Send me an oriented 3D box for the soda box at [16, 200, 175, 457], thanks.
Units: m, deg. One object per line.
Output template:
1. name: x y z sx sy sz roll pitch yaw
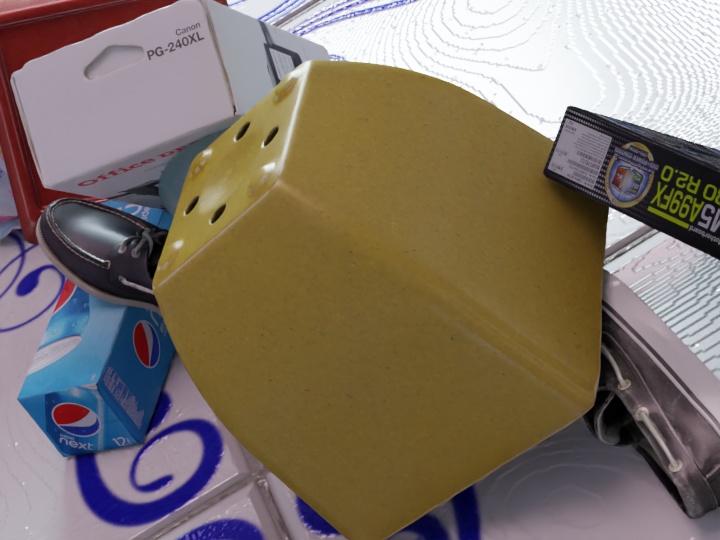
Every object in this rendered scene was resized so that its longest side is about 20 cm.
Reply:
1. soda box: -0.169 0.033 1.297 0.068 0.064 0.200 -12 39 25

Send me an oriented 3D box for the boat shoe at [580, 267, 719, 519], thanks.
1. boat shoe: 0.148 0.062 1.021 0.064 0.071 0.200 -34 37 -5

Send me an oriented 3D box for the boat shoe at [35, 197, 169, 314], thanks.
1. boat shoe: -0.129 -0.007 1.238 0.200 0.063 0.073 29 49 15

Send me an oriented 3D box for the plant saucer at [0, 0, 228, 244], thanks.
1. plant saucer: -0.185 -0.126 1.364 0.200 0.200 0.037 -9 12 13

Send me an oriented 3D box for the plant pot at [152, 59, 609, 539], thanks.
1. plant pot: 0.000 0.000 1.042 0.194 0.200 0.196 -38 28 36

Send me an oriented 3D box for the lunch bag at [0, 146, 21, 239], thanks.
1. lunch bag: -0.299 -0.149 1.482 0.127 0.200 0.170 -18 34 42

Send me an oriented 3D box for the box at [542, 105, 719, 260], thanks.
1. box: 0.221 -0.028 1.007 0.200 0.160 0.044 32 106 51

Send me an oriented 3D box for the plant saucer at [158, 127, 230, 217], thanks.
1. plant saucer: -0.030 -0.037 1.188 0.201 0.201 0.039 -13 64 24

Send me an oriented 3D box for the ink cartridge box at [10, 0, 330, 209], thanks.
1. ink cartridge box: -0.112 -0.104 1.222 0.145 0.200 0.083 -19 81 20
